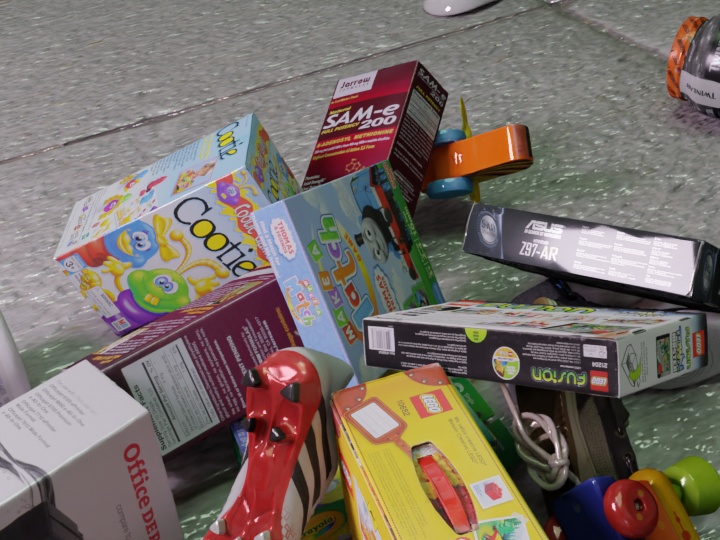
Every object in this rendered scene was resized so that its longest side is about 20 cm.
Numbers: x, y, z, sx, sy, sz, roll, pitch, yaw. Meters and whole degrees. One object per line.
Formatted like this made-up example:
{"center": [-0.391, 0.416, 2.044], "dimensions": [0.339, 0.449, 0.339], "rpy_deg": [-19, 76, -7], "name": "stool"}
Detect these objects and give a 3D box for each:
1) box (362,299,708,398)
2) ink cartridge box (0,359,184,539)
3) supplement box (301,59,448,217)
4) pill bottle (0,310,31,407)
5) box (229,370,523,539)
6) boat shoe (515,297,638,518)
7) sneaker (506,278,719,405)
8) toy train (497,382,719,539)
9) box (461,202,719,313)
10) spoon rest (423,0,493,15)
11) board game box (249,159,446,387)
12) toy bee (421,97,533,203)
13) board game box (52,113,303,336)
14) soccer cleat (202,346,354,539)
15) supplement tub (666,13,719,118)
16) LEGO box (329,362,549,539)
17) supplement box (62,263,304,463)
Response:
{"center": [0.109, 0.046, 0.661], "dimensions": [0.110, 0.035, 0.200], "rpy_deg": [-8, 7, -44], "name": "box"}
{"center": [-0.223, 0.175, 0.647], "dimensions": [0.200, 0.146, 0.084], "rpy_deg": [-32, 43, -33], "name": "ink cartridge box"}
{"center": [0.007, -0.101, 0.987], "dimensions": [0.109, 0.061, 0.201], "rpy_deg": [-6, 57, 39], "name": "supplement box"}
{"center": [-0.382, 0.095, 0.819], "dimensions": [0.199, 0.113, 0.112], "rpy_deg": [-23, 38, -22], "name": "pill bottle"}
{"center": [0.013, 0.132, 0.760], "dimensions": [0.199, 0.049, 0.117], "rpy_deg": [-16, 36, -17], "name": "box"}
{"center": [0.159, 0.113, 0.725], "dimensions": [0.065, 0.073, 0.201], "rpy_deg": [5, 58, -17], "name": "boat shoe"}
{"center": [0.204, 0.042, 0.833], "dimensions": [0.199, 0.073, 0.112], "rpy_deg": [-9, 36, -1], "name": "sneaker"}
{"center": [0.176, 0.142, 0.627], "dimensions": [0.115, 0.085, 0.201], "rpy_deg": [-13, 68, -30], "name": "toy train"}
{"center": [0.209, -0.007, 0.835], "dimensions": [0.200, 0.044, 0.160], "rpy_deg": [13, 0, 38], "name": "box"}
{"center": [0.191, -0.441, 1.568], "dimensions": [0.200, 0.061, 0.099], "rpy_deg": [-28, 36, -7], "name": "spoon rest"}
{"center": [0.000, 0.000, 0.811], "dimensions": [0.036, 0.152, 0.200], "rpy_deg": [-20, 6, 28], "name": "board game box"}
{"center": [0.097, -0.113, 1.045], "dimensions": [0.199, 0.131, 0.109], "rpy_deg": [14, 7, 33], "name": "toy bee"}
{"center": [-0.161, -0.041, 0.930], "dimensions": [0.199, 0.103, 0.105], "rpy_deg": [-24, 32, 15], "name": "board game box"}
{"center": [-0.053, 0.146, 0.653], "dimensions": [0.068, 0.201, 0.085], "rpy_deg": [18, 8, 33], "name": "soccer cleat"}
{"center": [0.458, -0.223, 1.135], "dimensions": [0.199, 0.123, 0.122], "rpy_deg": [19, 41, 32], "name": "supplement tub"}
{"center": [0.052, 0.178, 0.594], "dimensions": [0.077, 0.149, 0.200], "rpy_deg": [-15, 35, -12], "name": "LEGO box"}
{"center": [-0.119, 0.070, 0.801], "dimensions": [0.200, 0.086, 0.110], "rpy_deg": [-29, 10, -29], "name": "supplement box"}
